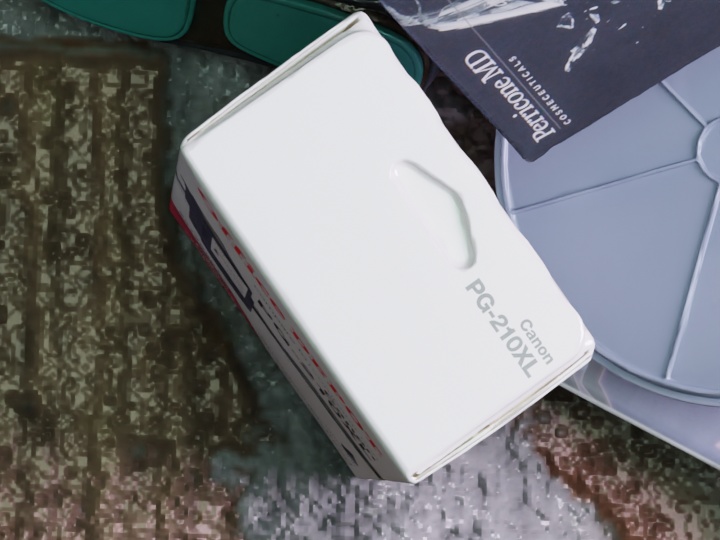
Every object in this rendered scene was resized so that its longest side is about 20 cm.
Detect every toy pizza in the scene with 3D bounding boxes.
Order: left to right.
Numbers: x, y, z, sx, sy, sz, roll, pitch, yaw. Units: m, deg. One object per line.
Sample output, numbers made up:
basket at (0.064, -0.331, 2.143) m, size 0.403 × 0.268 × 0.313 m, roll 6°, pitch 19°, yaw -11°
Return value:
toy pizza at (0.149, -0.046, 0.867) m, size 0.200 × 0.032 × 0.201 m, roll -1°, pitch 87°, yaw 24°

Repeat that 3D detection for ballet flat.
ballet flat at (-0.058, -0.125, 0.913) m, size 0.200 × 0.073 × 0.073 m, roll 18°, pitch 84°, yaw -1°

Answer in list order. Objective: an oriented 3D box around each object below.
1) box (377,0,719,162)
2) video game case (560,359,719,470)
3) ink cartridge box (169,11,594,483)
box at (0.081, -0.174, 0.779) m, size 0.196 × 0.200 × 0.124 m, roll -31°, pitch 52°, yaw 16°
video game case at (0.177, -0.014, 0.886) m, size 0.182 × 0.023 × 0.200 m, roll 28°, pitch 101°, yaw 19°
ink cartridge box at (0.000, 0.000, 0.837) m, size 0.084 × 0.200 × 0.145 m, roll -35°, pitch 89°, yaw -8°
